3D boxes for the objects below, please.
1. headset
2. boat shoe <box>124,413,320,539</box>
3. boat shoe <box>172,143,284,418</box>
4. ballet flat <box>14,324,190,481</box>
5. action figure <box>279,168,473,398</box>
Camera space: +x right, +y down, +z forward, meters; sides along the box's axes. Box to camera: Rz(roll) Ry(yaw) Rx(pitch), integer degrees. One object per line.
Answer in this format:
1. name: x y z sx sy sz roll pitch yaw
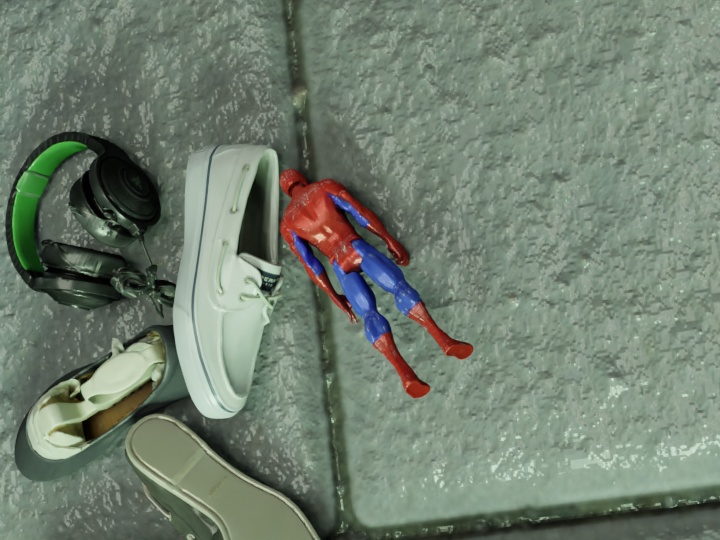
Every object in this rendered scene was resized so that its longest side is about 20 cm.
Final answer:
1. headset: -0.203 -0.026 1.608 0.200 0.094 0.124 36 104 37
2. boat shoe: -0.091 0.180 1.565 0.200 0.057 0.067 41 69 20
3. boat shoe: -0.089 0.004 1.556 0.067 0.073 0.201 -7 83 30
4. ballet flat: -0.198 0.096 1.612 0.200 0.073 0.073 -31 73 23
5. action figure: 0.000 0.000 1.525 0.065 0.052 0.200 -44 64 13
